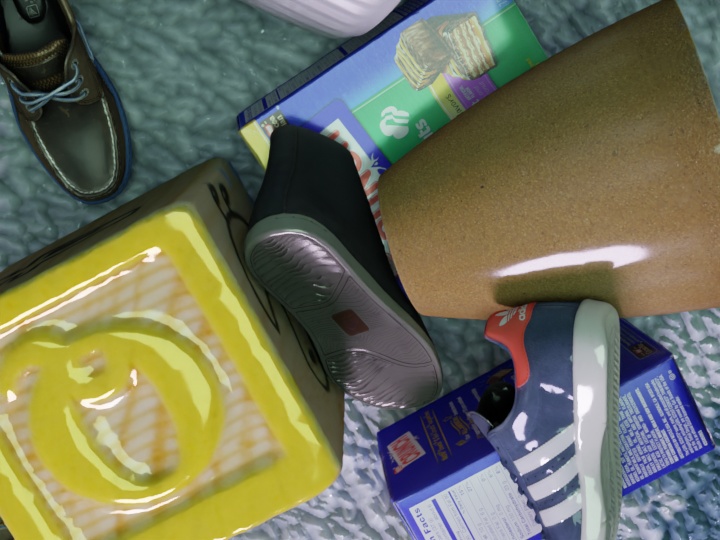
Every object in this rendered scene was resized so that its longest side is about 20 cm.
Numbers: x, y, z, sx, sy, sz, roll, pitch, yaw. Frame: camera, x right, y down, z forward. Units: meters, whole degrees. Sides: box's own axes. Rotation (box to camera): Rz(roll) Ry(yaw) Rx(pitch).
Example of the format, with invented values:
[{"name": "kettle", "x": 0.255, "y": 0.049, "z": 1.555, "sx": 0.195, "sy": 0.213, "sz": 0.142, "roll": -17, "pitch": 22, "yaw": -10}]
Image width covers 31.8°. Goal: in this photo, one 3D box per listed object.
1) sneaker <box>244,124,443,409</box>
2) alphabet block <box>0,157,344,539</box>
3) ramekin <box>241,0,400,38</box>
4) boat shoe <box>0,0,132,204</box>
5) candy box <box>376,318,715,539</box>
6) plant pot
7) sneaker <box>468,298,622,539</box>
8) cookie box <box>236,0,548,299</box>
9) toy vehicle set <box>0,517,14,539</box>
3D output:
[{"name": "sneaker", "x": 0.000, "y": 0.000, "z": 0.812, "sx": 0.075, "sy": 0.107, "sz": 0.200, "roll": -15, "pitch": 135, "yaw": 21}, {"name": "alphabet block", "x": -0.135, "y": 0.062, "z": 0.811, "sx": 0.196, "sy": 0.200, "sz": 0.196, "roll": -29, "pitch": 102, "yaw": 6}, {"name": "ramekin", "x": -0.009, "y": -0.238, "z": 0.777, "sx": 0.105, "sy": 0.200, "sz": 0.201, "roll": 29, "pitch": 98, "yaw": -19}, {"name": "boat shoe", "x": -0.211, "y": -0.135, "z": 0.838, "sx": 0.072, "sy": 0.072, "sz": 0.201, "roll": -22, "pitch": 102, "yaw": 0}, {"name": "candy box", "x": 0.116, "y": 0.115, "z": 0.866, "sx": 0.199, "sy": 0.169, "sz": 0.077, "roll": -27, "pitch": 99, "yaw": 1}, {"name": "plant pot", "x": 0.119, "y": -0.043, "z": 0.768, "sx": 0.199, "sy": 0.186, "sz": 0.187, "roll": -18, "pitch": 102, "yaw": 12}, {"name": "sneaker", "x": 0.108, "y": 0.110, "z": 0.750, "sx": 0.084, "sy": 0.075, "sz": 0.201, "roll": 3, "pitch": 108, "yaw": 19}, {"name": "cookie box", "x": 0.042, "y": -0.085, "z": 0.867, "sx": 0.200, "sy": 0.075, "sz": 0.171, "roll": -33, "pitch": 104, "yaw": 3}, {"name": "toy vehicle set", "x": -0.318, "y": 0.203, "z": 0.870, "sx": 0.199, "sy": 0.124, "sz": 0.027, "roll": -13, "pitch": 102, "yaw": -2}]
